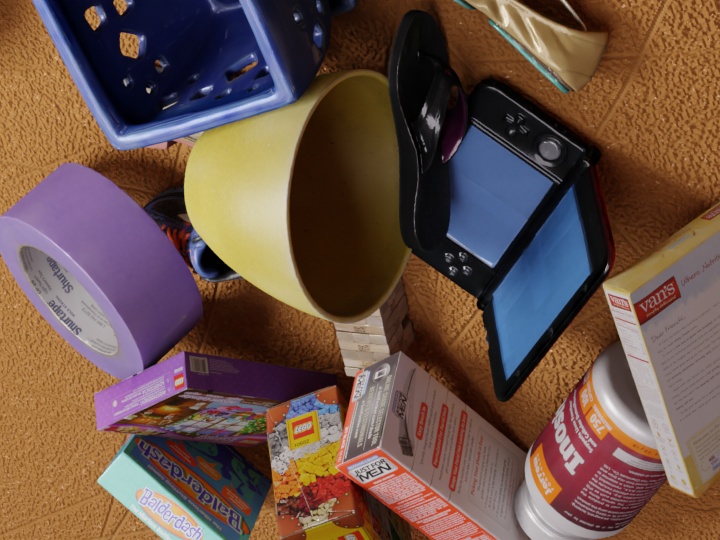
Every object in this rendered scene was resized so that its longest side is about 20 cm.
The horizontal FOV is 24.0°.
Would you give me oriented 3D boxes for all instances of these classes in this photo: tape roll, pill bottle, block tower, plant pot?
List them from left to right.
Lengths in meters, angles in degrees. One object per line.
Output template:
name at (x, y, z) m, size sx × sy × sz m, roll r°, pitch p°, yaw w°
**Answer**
tape roll at (-0.247, 0.003, 1.599) m, size 0.199 × 0.085 × 0.201 m, roll 36°, pitch 154°, yaw 21°
plant pot at (-0.127, -0.238, 1.345) m, size 0.198 × 0.180 × 0.201 m, roll -11°, pitch 118°, yaw 34°
plant pot at (-0.059, -0.065, 1.380) m, size 0.141 × 0.200 × 0.202 m, roll 7°, pitch 126°, yaw 33°
block tower at (0.000, 0.000, 1.532) m, size 0.053 × 0.058 × 0.202 m, roll 4°, pitch 126°, yaw 26°
pill bottle at (0.214, 0.162, 1.491) m, size 0.112 × 0.113 × 0.201 m, roll 32°, pitch 132°, yaw 4°

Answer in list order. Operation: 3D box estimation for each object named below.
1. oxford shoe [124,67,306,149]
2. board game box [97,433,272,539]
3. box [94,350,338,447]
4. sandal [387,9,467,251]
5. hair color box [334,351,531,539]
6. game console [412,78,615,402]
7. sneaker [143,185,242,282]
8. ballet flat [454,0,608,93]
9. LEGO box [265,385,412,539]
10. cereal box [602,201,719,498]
oxford shoe at (-0.130, -0.148, 1.487) m, size 0.198 × 0.070 × 0.076 m, roll 3°, pitch 118°, yaw 25°
board game box at (-0.170, 0.210, 1.682) m, size 0.152 × 0.200 × 0.045 m, roll 42°, pitch 104°, yaw -6°
box at (-0.135, 0.126, 1.621) m, size 0.136 × 0.199 × 0.040 m, roll -25°, pitch 64°, yaw 39°
sandal at (0.063, -0.114, 1.384) m, size 0.048 × 0.075 × 0.203 m, roll 9°, pitch 114°, yaw 33°
hair color box at (0.074, 0.179, 1.547) m, size 0.064 × 0.112 × 0.200 m, roll -27°, pitch 124°, yaw 37°
game console at (0.111, -0.024, 1.410) m, size 0.172 × 0.119 × 0.201 m, roll 35°, pitch 132°, yaw 2°
sneaker at (-0.143, -0.029, 1.568) m, size 0.198 × 0.078 × 0.076 m, roll 1°, pitch 122°, yaw 35°
ballet flat at (0.108, -0.219, 1.321) m, size 0.199 × 0.069 × 0.063 m, roll 37°, pitch 104°, yaw -3°
LEGO box at (-0.013, 0.233, 1.599) m, size 0.076 × 0.150 × 0.201 m, roll -19°, pitch 135°, yaw 9°
cereal box at (0.283, 0.062, 1.365) m, size 0.039 × 0.143 × 0.202 m, roll 21°, pitch 138°, yaw 57°
